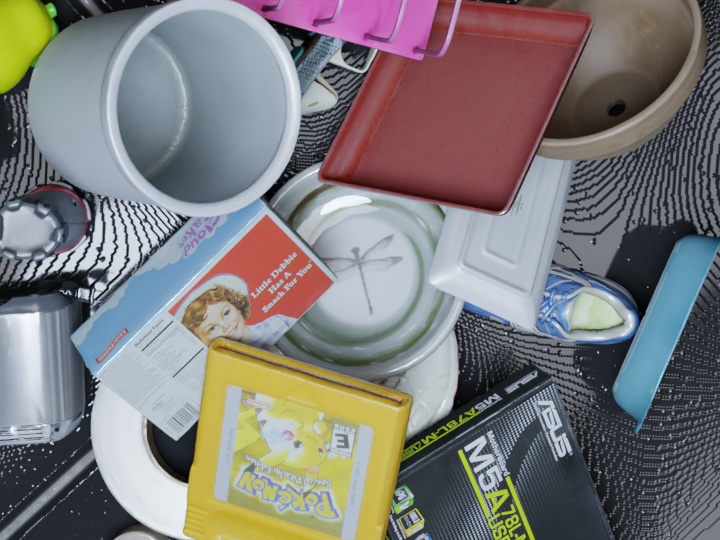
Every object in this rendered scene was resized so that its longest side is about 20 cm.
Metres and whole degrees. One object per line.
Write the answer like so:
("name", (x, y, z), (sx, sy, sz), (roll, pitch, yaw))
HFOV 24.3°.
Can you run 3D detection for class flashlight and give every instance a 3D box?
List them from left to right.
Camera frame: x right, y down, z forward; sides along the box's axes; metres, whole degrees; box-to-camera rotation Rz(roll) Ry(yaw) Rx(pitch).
("flashlight", (-0.263, -0.038, 1.399), (0.068, 0.200, 0.068), (-41, 98, -2))

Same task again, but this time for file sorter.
("file sorter", (-0.014, -0.263, 1.370), (0.198, 0.125, 0.140), (13, 96, -13))

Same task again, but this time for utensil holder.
("utensil holder", (-0.169, -0.136, 1.375), (0.169, 0.200, 0.172), (-4, 98, -31))

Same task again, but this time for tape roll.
("tape roll", (-0.140, 0.139, 1.491), (0.201, 0.037, 0.205), (0, 89, 2))

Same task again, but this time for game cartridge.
("game cartridge", (-0.057, 0.170, 1.402), (0.175, 0.032, 0.201), (16, 115, 11))

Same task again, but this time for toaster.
("toaster", (-0.314, 0.078, 1.444), (0.198, 0.114, 0.130), (-3, 99, 4))

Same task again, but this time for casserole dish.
("casserole dish", (0.273, 0.048, 1.500), (0.039, 0.121, 0.201), (23, 92, 11))

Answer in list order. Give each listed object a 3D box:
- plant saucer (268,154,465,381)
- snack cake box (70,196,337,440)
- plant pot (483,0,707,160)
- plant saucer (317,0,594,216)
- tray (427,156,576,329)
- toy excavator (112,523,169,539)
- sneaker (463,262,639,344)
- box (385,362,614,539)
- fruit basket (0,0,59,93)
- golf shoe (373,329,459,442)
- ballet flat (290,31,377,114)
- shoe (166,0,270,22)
("plant saucer", (0.000, 0.000, 1.487), (0.198, 0.050, 0.202), (-1, 82, 7))
("snack cake box", (-0.131, 0.031, 1.409), (0.200, 0.067, 0.115), (-44, 130, 0))
("plant pot", (0.213, -0.167, 1.463), (0.201, 0.201, 0.093), (-40, 137, -1))
("plant saucer", (0.086, -0.138, 1.431), (0.037, 0.198, 0.201), (48, 62, -48))
("tray", (0.132, -0.057, 1.472), (0.107, 0.022, 0.201), (23, 64, -12))
("toy excavator", (-0.128, 0.326, 1.501), (0.198, 0.100, 0.196), (-3, 94, 4))
("sneaker", (0.161, 0.019, 1.503), (0.198, 0.077, 0.076), (11, 95, -4))
("box", (0.116, 0.215, 1.485), (0.192, 0.047, 0.201), (-28, 116, -12))
("fruit basket", (-0.367, -0.183, 1.428), (0.215, 0.155, 0.218), (13, 71, -43))
("golf shoe", (0.027, 0.125, 1.481), (0.091, 0.075, 0.202), (25, 79, -44))
("ballet flat", (-0.031, -0.184, 1.475), (0.074, 0.074, 0.200), (39, 92, -7))
("shoe", (-0.077, -0.263, 1.465), (0.198, 0.071, 0.092), (-14, 98, 1))
